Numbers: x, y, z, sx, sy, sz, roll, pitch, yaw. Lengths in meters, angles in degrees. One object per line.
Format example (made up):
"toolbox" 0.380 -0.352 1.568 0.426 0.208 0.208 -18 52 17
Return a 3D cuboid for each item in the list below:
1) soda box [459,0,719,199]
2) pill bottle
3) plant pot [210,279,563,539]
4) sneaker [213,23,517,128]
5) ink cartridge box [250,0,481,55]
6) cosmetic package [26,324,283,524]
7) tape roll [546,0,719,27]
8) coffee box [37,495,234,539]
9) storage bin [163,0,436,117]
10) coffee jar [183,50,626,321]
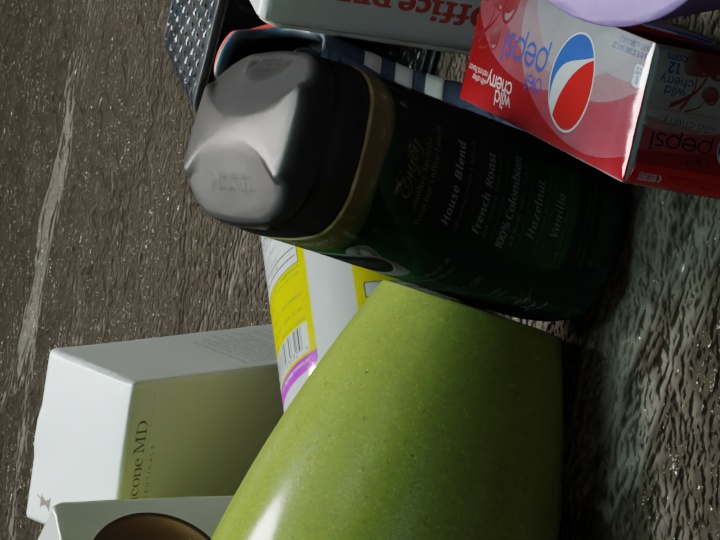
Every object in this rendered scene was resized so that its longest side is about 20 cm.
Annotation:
"soda box" 0.115 -0.085 1.246 0.200 0.070 0.064 -143 64 -67
"pill bottle" 0.000 0.000 1.493 0.104 0.104 0.200 120 149 -49
"plant pot" 0.025 0.113 1.328 0.187 0.187 0.200 16 87 70
"sneaker" 0.006 -0.077 1.415 0.200 0.084 0.075 22 97 34
"ink cartridge box" 0.027 -0.224 1.420 0.084 0.144 0.200 -119 39 -60
"cosmetic package" -0.094 0.094 1.582 0.071 0.200 0.102 19 105 37
"tape roll" 0.127 -0.205 1.130 0.200 0.085 0.201 27 124 50
"coffee box" -0.082 0.253 1.488 0.200 0.199 0.198 118 144 -48
"storage bin" -0.023 -0.179 1.555 0.094 0.135 0.200 -117 38 -56
"coffee jar" 0.021 -0.040 1.283 0.104 0.200 0.086 6 80 55
